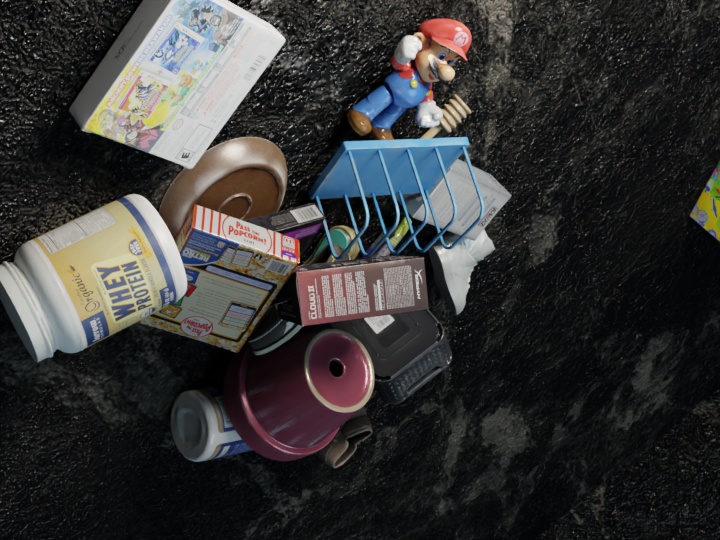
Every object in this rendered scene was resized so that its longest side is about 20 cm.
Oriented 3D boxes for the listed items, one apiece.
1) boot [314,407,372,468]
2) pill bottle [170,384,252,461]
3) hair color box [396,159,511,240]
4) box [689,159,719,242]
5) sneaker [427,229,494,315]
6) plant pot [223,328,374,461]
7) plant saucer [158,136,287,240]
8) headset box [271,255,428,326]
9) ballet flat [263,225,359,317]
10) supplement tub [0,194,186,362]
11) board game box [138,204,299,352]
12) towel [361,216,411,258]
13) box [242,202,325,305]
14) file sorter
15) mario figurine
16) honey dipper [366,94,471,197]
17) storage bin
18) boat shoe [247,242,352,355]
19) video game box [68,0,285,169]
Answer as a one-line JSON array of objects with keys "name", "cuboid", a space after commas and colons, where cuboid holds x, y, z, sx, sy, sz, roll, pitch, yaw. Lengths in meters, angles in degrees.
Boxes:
[{"name": "boot", "cuboid": [-0.081, 0.283, 1.984, 0.200, 0.146, 0.070, -43, 151, 3]}, {"name": "pill bottle", "cuboid": [-0.194, 0.234, 1.834, 0.199, 0.111, 0.111, -5, 133, -45]}, {"name": "hair color box", "cuboid": [0.148, -0.119, 1.824, 0.099, 0.061, 0.200, -51, 147, 16]}, {"name": "box", "cuboid": [0.841, -0.139, 2.433, 0.121, 0.200, 0.193, -18, 142, -35]}, {"name": "sneaker", "cuboid": [0.187, -0.007, 1.994, 0.115, 0.074, 0.200, -31, 146, -10]}, {"name": "plant pot", "cuboid": [-0.081, 0.174, 1.739, 0.199, 0.201, 0.179, -11, 169, -40]}, {"name": "plant saucer", "cuboid": [-0.176, -0.088, 1.534, 0.199, 0.032, 0.201, -30, 148, -21]}, {"name": "headset box", "cuboid": [-0.025, 0.026, 1.574, 0.199, 0.078, 0.149, -8, -176, -17]}, {"name": "ballet flat", "cuboid": [-0.069, 0.015, 1.752, 0.200, 0.071, 0.071, -51, 148, 15]}, {"name": "supplement tub", "cuboid": [-0.325, 0.010, 1.378, 0.199, 0.145, 0.145, -28, 147, -21]}, {"name": "board game box", "cuboid": [-0.191, 0.016, 1.529, 0.151, 0.047, 0.200, 19, 131, -22]}, {"name": "towel", "cuboid": [0.000, 0.000, 1.750, 0.200, 0.023, 0.144, -48, -175, -7]}, {"name": "box", "cuboid": [-0.147, -0.005, 1.622, 0.142, 0.036, 0.200, -19, 153, -43]}, {"name": "file sorter", "cuboid": [0.054, -0.097, 1.614, 0.199, 0.123, 0.139, -6, 157, -28]}, {"name": "mario figurine", "cuboid": [0.076, -0.247, 1.536, 0.200, 0.106, 0.123, -47, 178, 21]}, {"name": "honey dipper", "cuboid": [0.079, -0.179, 1.701, 0.200, 0.038, 0.038, -43, 149, 8]}, {"name": "storage bin", "cuboid": [0.037, 0.093, 1.826, 0.135, 0.200, 0.094, -37, 148, -7]}, {"name": "boat shoe", "cuboid": [-0.094, 0.040, 1.681, 0.201, 0.072, 0.061, -41, 117, 1]}, {"name": "video game box", "cuboid": [-0.207, -0.224, 1.314, 0.200, 0.047, 0.182, -51, 150, 14]}]
